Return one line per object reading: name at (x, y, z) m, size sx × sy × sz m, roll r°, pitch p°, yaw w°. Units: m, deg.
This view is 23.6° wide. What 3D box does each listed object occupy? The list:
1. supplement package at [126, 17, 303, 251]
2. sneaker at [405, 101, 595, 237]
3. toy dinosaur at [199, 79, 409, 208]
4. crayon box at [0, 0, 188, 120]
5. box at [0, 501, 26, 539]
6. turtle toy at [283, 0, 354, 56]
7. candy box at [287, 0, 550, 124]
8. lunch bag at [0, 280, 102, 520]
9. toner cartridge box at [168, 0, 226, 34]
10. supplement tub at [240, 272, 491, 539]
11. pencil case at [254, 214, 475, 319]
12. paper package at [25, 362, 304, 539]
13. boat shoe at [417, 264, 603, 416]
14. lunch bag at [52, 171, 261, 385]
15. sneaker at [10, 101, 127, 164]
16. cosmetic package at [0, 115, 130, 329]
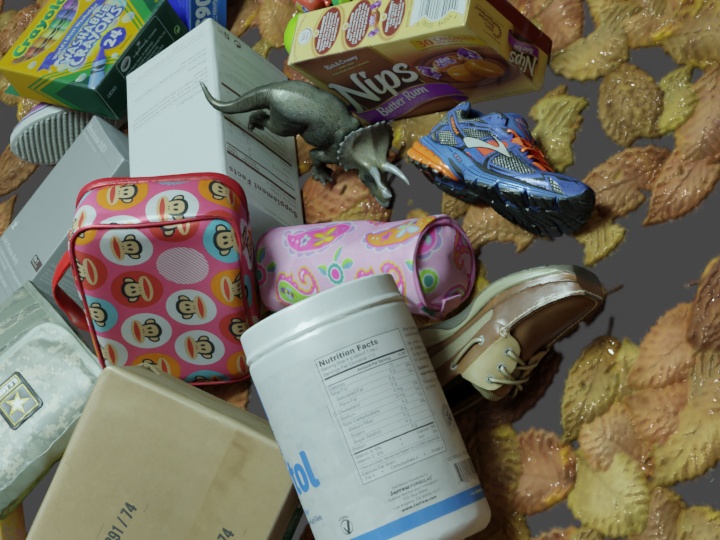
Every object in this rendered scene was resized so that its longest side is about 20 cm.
supplement package at (-0.137, -0.107, 1.601) m, size 0.116 × 0.117 × 0.202 m, roll -28°, pitch 49°, yaw 27°
sneaker at (0.117, -0.090, 1.387) m, size 0.199 × 0.075 × 0.079 m, roll 28°, pitch 84°, yaw 46°
toy dinosaur at (-0.043, -0.134, 1.519) m, size 0.077 × 0.199 × 0.102 m, roll -57°, pitch 6°, yaw -24°
crayon box at (-0.287, -0.231, 1.773) m, size 0.199 × 0.052 × 0.126 m, roll 15°, pitch 62°, yaw 42°
box at (-0.388, 0.231, 1.700) m, size 0.119 × 0.041 × 0.201 m, roll -37°, pitch 48°, yaw 22°
turtle toy at (-0.025, -0.271, 1.573) m, size 0.100 × 0.202 × 0.146 m, roll -3°, pitch 28°, yaw -1°
candy box at (0.048, -0.188, 1.474) m, size 0.198 × 0.116 × 0.057 m, roll -8°, pitch 62°, yaw 40°
lunch bag at (-0.314, 0.123, 1.593) m, size 0.164 × 0.118 × 0.200 m, roll -42°, pitch 32°, yaw -8°
toner cartridge box at (-0.167, -0.347, 1.732) m, size 0.095 × 0.043 × 0.202 m, roll -125°, pitch 31°, yaw -46°
supplement tub at (0.004, 0.119, 1.274) m, size 0.131 × 0.131 × 0.202 m, roll -28°, pitch 80°, yaw 29°
pencil case at (0.000, 0.000, 1.439) m, size 0.198 × 0.087 × 0.088 m, roll -4°, pitch 64°, yaw 42°
paper package at (-0.152, 0.199, 1.373) m, size 0.189 × 0.103 × 0.202 m, roll 24°, pitch 91°, yaw 7°
boat shoe at (0.104, 0.064, 1.315) m, size 0.199 × 0.075 × 0.075 m, roll -33°, pitch 52°, yaw 36°
lunch bag at (-0.176, 0.013, 1.478) m, size 0.174 × 0.202 × 0.082 m, roll -4°, pitch 42°, yaw 0°
sneaker at (-0.289, -0.196, 1.838) m, size 0.199 × 0.073 × 0.115 m, roll -28°, pitch 46°, yaw 15°
cosmetic package at (-0.281, -0.041, 1.723) m, size 0.201 × 0.090 × 0.107 m, roll -54°, pitch 39°, yaw 8°
